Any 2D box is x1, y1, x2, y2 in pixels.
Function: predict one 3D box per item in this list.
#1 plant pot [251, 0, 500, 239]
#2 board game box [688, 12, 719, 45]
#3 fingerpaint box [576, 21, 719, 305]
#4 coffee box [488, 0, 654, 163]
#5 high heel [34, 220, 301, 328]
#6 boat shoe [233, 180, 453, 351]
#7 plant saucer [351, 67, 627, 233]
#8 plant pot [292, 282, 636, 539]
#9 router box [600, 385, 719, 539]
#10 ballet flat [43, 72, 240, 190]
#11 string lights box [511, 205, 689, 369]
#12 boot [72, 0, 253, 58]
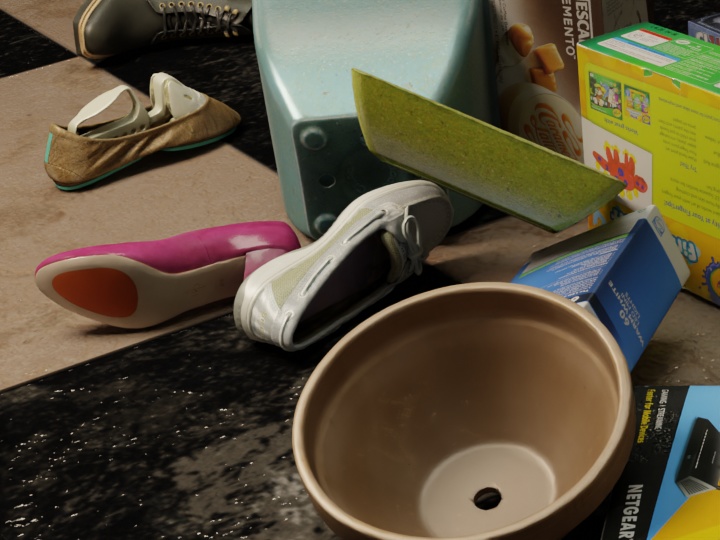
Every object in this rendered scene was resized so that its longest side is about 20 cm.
[{"bbox_3d":[0.014,-0.129,1.719,0.195,0.197,0.200,-5,37,5],"label":"plant pot"},{"bbox_3d":[0.409,-0.204,1.941,0.135,0.035,0.200,-17,26,-20],"label":"board game box"},{"bbox_3d":[0.248,-0.074,1.545,0.073,0.167,0.200,-19,27,-26],"label":"fingerpaint box"},{"bbox_3d":[0.174,-0.160,1.712,0.114,0.200,0.080,13,32,37],"label":"coffee box"},{"bbox_3d":[-0.145,-0.006,1.623,0.199,0.068,0.096,6,34,-7],"label":"high heel"},{"bbox_3d":[-0.001,-0.001,1.576,0.202,0.075,0.065,-29,38,-32],"label":"boat shoe"},{"bbox_3d":[0.083,-0.075,1.502,0.199,0.048,0.200,23,2,4],"label":"plant saucer"},{"bbox_3d":[0.067,0.109,1.255,0.200,0.093,0.201,-10,45,10],"label":"plant pot"},{"bbox_3d":[0.224,0.131,1.242,0.149,0.051,0.200,-1,24,13],"label":"router box"},{"bbox_3d":[-0.196,-0.135,1.912,0.200,0.072,0.068,-21,28,-27],"label":"ballet flat"},{"bbox_3d":[0.138,0.033,1.406,0.103,0.059,0.200,-23,13,30],"label":"string lights box"},{"bbox_3d":[-0.183,-0.260,2.186,0.138,0.078,0.200,17,35,34],"label":"boot"}]
